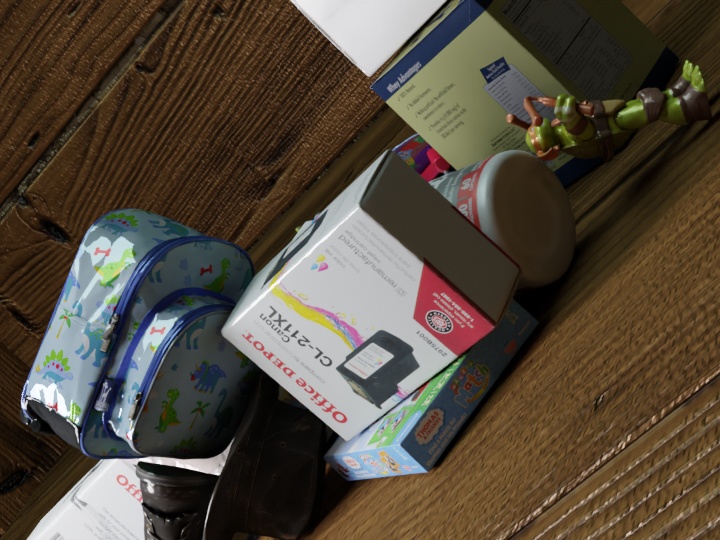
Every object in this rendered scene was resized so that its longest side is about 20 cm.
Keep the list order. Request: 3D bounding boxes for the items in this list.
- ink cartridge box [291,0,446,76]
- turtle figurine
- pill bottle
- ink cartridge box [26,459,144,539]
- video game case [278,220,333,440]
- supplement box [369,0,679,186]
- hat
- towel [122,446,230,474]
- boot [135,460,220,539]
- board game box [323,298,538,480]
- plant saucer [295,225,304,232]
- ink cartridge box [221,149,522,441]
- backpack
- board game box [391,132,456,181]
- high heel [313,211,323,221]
[{"bbox_3d":[0.032,-0.321,1.636,0.147,0.145,0.200,-42,8,35],"label":"ink cartridge box"},{"bbox_3d":[0.200,-0.121,1.329,0.160,0.065,0.200,-16,-1,7],"label":"turtle figurine"},{"bbox_3d":[0.073,-0.020,1.388,0.199,0.114,0.114,-20,25,43],"label":"pill bottle"},{"bbox_3d":[-0.244,0.275,1.730,0.200,0.144,0.084,-44,9,27],"label":"ink cartridge box"},{"bbox_3d":[-0.058,0.083,1.592,0.023,0.183,0.200,0,36,30],"label":"video game case"},{"bbox_3d":[0.156,-0.190,1.590,0.135,0.200,0.200,-53,9,-34],"label":"supplement box"},{"bbox_3d":[-0.070,0.178,1.430,0.201,0.080,0.203,18,-90,-85],"label":"hat"},{"bbox_3d":[-0.136,0.141,1.667,0.032,0.198,0.192,87,-155,-42],"label":"towel"},{"bbox_3d":[-0.164,0.261,1.400,0.200,0.068,0.176,79,-160,-73],"label":"boot"},{"bbox_3d":[0.053,0.101,1.348,0.152,0.037,0.200,-52,8,-19],"label":"board game box"},{"bbox_3d":[0.038,-0.033,1.753,0.198,0.048,0.200,-9,6,-6],"label":"plant saucer"},{"bbox_3d":[0.006,0.025,1.304,0.200,0.145,0.083,-42,13,40],"label":"ink cartridge box"},{"bbox_3d":[-0.169,0.060,1.401,0.182,0.146,0.202,13,-84,-58],"label":"backpack"},{"bbox_3d":[0.095,-0.102,1.761,0.157,0.039,0.200,-27,-20,7],"label":"board game box"},{"bbox_3d":[0.000,0.000,1.616,0.071,0.202,0.143,-3,34,23],"label":"high heel"}]
